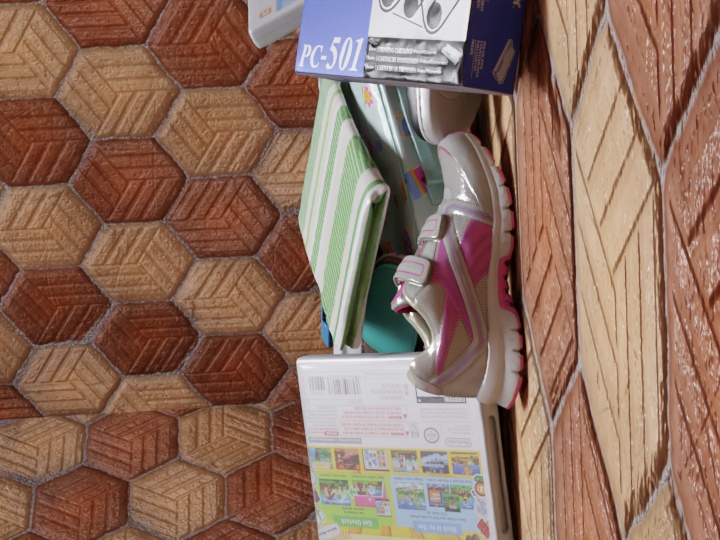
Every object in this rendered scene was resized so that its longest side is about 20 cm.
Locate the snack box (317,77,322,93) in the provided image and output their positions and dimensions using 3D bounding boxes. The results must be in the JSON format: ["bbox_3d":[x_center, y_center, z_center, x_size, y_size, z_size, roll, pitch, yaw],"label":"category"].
[{"bbox_3d":[0.016,-0.195,1.606,0.037,0.115,0.202,-96,-2,-67],"label":"snack box"}]

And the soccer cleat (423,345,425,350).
[{"bbox_3d":[0.084,0.089,1.375,0.068,0.073,0.202,-23,-50,-61],"label":"soccer cleat"}]

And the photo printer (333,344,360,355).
[{"bbox_3d":[0.010,0.131,1.615,0.201,0.069,0.168,-92,2,-57],"label":"photo printer"}]

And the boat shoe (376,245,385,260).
[{"bbox_3d":[0.000,0.003,1.515,0.202,0.062,0.074,-78,-5,-62],"label":"boat shoe"}]

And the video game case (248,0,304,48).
[{"bbox_3d":[-0.009,-0.282,1.503,0.022,0.199,0.183,55,-165,-30],"label":"video game case"}]

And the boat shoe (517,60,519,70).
[{"bbox_3d":[0.068,-0.224,1.173,0.076,0.060,0.202,103,163,-74],"label":"boat shoe"}]

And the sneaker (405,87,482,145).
[{"bbox_3d":[0.034,-0.191,1.331,0.073,0.111,0.203,10,-99,-51],"label":"sneaker"}]

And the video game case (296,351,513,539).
[{"bbox_3d":[0.033,0.155,1.368,0.199,0.023,0.184,-4,94,45],"label":"video game case"}]

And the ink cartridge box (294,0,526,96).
[{"bbox_3d":[0.030,-0.166,1.135,0.199,0.044,0.095,15,98,57],"label":"ink cartridge box"}]

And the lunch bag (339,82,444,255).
[{"bbox_3d":[0.045,-0.095,1.409,0.160,0.076,0.202,125,129,-75],"label":"lunch bag"}]

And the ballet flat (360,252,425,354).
[{"bbox_3d":[0.035,0.062,1.415,0.071,0.069,0.202,-30,-44,-42],"label":"ballet flat"}]

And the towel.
[{"bbox_3d":[-0.015,-0.050,1.408,0.201,0.023,0.154,-110,26,-57],"label":"towel"}]

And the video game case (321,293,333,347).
[{"bbox_3d":[0.024,-0.002,1.708,0.018,0.142,0.200,55,166,19],"label":"video game case"}]

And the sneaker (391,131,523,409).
[{"bbox_3d":[0.064,-0.001,1.251,0.081,0.087,0.202,95,172,-74],"label":"sneaker"}]
